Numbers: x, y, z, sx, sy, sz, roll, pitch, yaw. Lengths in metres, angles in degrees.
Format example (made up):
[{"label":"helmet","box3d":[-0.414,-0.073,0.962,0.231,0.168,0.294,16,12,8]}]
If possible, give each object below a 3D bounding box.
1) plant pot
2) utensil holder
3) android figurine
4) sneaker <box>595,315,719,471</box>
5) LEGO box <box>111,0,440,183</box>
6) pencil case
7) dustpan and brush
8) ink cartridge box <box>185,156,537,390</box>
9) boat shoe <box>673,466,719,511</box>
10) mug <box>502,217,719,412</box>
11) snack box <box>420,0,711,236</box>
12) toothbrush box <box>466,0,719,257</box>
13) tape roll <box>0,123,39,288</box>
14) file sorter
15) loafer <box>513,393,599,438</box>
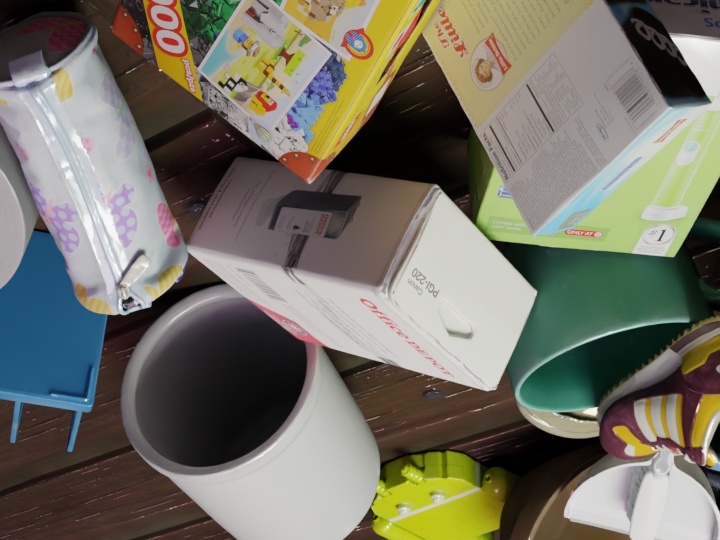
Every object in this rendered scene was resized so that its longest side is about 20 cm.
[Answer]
[{"label":"plant pot","box3d":[0.202,0.254,1.267,0.200,0.202,0.092,37,172,-39]},{"label":"utensil holder","box3d":[-0.083,0.134,1.084,0.168,0.171,0.200,-9,145,15]},{"label":"android figurine","box3d":[0.092,0.242,1.337,0.181,0.041,0.199,-25,138,33]},{"label":"sneaker","box3d":[0.231,0.110,0.913,0.074,0.091,0.200,-5,152,-19]},{"label":"LEGO box","box3d":[-0.033,-0.168,0.684,0.148,0.077,0.200,37,140,2]},{"label":"pencil case","box3d":[-0.179,-0.066,0.835,0.082,0.091,0.201,-7,128,11]},{"label":"dustpan and brush","box3d":[0.253,0.177,1.104,0.138,0.057,0.201,12,126,10]},{"label":"ink cartridge box","box3d":[0.000,0.000,0.891,0.199,0.085,0.146,14,160,44]},{"label":"boat shoe","box3d":[0.352,0.195,1.214,0.199,0.093,0.074,27,138,-31]},{"label":"mug","box3d":[0.186,0.018,0.945,0.183,0.115,0.152,-9,153,-11]},{"label":"snack box","box3d":[0.088,-0.134,0.681,0.037,0.201,0.116,-12,157,-38]},{"label":"toothbrush box","box3d":[0.156,-0.104,0.808,0.144,0.087,0.201,4,145,-5]},{"label":"tape roll","box3d":[-0.315,-0.065,0.870,0.198,0.067,0.201,4,135,4]},{"label":"file sorter","box3d":[-0.303,0.051,1.004,0.198,0.140,0.123,11,148,-12]},{"label":"loafer","box3d":[0.228,0.098,1.106,0.198,0.076,0.068,2,145,-16]}]
